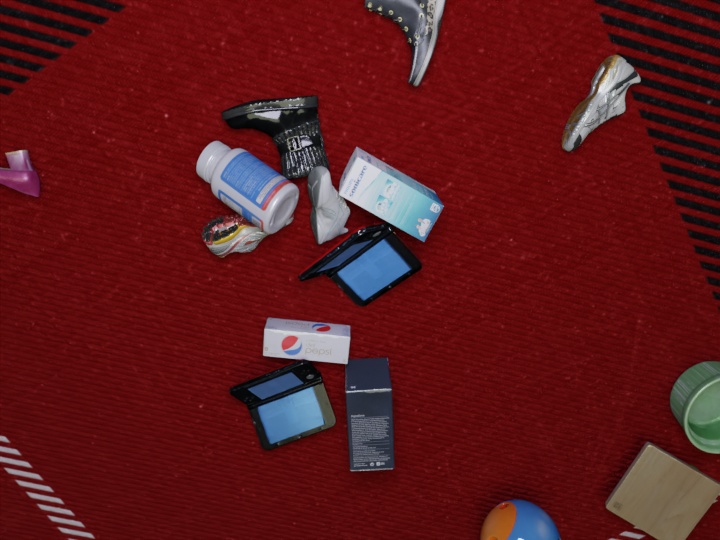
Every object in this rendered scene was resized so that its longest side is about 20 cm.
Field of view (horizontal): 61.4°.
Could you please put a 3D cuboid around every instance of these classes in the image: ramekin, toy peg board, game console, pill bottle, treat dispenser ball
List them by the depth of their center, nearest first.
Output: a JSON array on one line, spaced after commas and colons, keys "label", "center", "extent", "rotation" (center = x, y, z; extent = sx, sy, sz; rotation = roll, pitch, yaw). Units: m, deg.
[{"label": "pill bottle", "center": [-0.229, -0.173, 1.215], "extent": [0.198, 0.112, 0.114], "rotation": [35, 107, 11]}, {"label": "game console", "center": [0.000, 0.000, 1.260], "extent": [0.198, 0.171, 0.121], "rotation": [-35, 81, 32]}, {"label": "game console", "center": [-0.176, 0.311, 1.391], "extent": [0.195, 0.121, 0.173], "rotation": [-21, 150, 6]}, {"label": "ramekin", "center": [0.834, 0.314, 1.423], "extent": [0.194, 0.098, 0.206], "rotation": [0, 109, -1]}, {"label": "treat dispenser ball", "center": [0.390, 0.670, 1.481], "extent": [0.194, 0.202, 0.207], "rotation": [0, 109, -1]}, {"label": "toy peg board", "center": [0.744, 0.542, 1.515], "extent": [0.196, 0.098, 0.204], "rotation": [29, 106, 7]}]

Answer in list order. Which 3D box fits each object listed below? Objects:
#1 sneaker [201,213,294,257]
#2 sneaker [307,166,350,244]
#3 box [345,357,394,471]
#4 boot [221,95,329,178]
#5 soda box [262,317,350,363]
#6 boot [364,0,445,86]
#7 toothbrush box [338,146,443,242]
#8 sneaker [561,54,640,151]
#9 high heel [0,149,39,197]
[{"label": "sneaker", "center": [-0.235, -0.090, 1.293], "extent": [0.195, 0.079, 0.083], "rotation": [-19, 144, -3]}, {"label": "sneaker", "center": [-0.064, -0.140, 1.247], "extent": [0.078, 0.072, 0.203], "rotation": [-15, 145, -12]}, {"label": "box", "center": [0.020, 0.326, 1.388], "extent": [0.104, 0.149, 0.206], "rotation": [-3, 109, 0]}, {"label": "boot", "center": [-0.170, -0.262, 1.224], "extent": [0.204, 0.080, 0.162], "rotation": [-5, 109, 0]}, {"label": "soda box", "center": [-0.121, 0.159, 1.375], "extent": [0.194, 0.064, 0.070], "rotation": [6, 109, -2]}, {"label": "boot", "center": [0.076, -0.474, 1.162], "extent": [0.149, 0.074, 0.209], "rotation": [14, 102, -3]}, {"label": "toothbrush box", "center": [0.058, -0.157, 1.228], "extent": [0.196, 0.147, 0.087], "rotation": [27, 106, -8]}, {"label": "sneaker", "center": [0.485, -0.321, 1.216], "extent": [0.086, 0.076, 0.203], "rotation": [27, 107, -9]}, {"label": "high heel", "center": [-0.767, -0.179, 1.251], "extent": [0.195, 0.067, 0.099], "rotation": [-15, 99, -10]}]
